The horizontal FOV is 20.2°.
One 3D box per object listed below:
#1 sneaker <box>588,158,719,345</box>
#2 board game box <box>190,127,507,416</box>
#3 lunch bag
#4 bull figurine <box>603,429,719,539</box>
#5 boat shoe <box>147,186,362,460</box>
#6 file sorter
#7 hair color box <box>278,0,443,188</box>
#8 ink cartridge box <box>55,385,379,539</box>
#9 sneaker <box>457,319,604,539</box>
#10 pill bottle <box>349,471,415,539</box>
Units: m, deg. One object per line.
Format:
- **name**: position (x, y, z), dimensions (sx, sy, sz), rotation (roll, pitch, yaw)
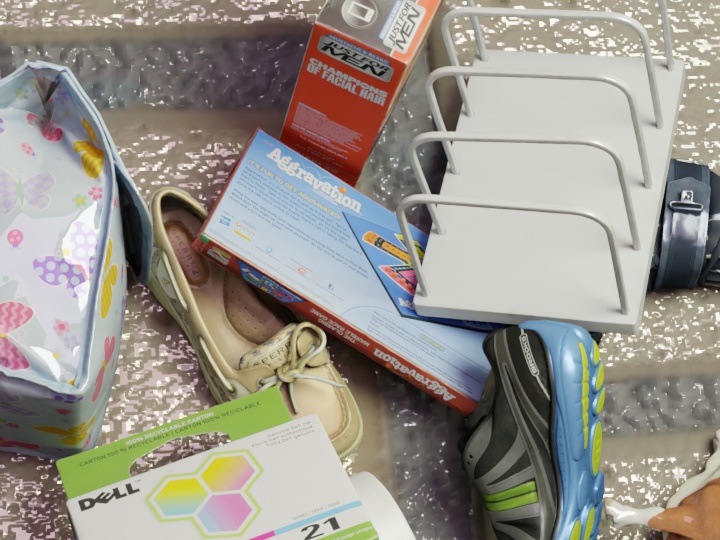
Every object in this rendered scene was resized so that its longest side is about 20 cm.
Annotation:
- **sneaker**: position (0.180, 0.015, 1.286), dimensions (0.146, 0.077, 0.202), rotation (12, 69, -2)
- **board game box**: position (0.000, 0.000, 1.256), dimensions (0.200, 0.019, 0.103), rotation (32, 48, -8)
- **lunch bag**: position (-0.186, -0.005, 1.185), dimensions (0.127, 0.170, 0.200), rotation (8, 69, -3)
- **bull figurine**: position (0.217, 0.183, 1.233), dimensions (0.121, 0.065, 0.200), rotation (-9, 58, 4)
- **boat shoe**: position (-0.072, 0.037, 1.246), dimensions (0.073, 0.063, 0.200), rotation (-39, 82, -19)
- **file sorter**: position (0.109, -0.082, 1.225), dimensions (0.139, 0.125, 0.200), rotation (5, 59, 18)
- **hair color box**: position (0.007, -0.141, 1.246), dimensions (0.064, 0.200, 0.111), rotation (25, 70, 1)
- **ink cartridge box**: position (-0.087, 0.126, 1.106), dimensions (0.148, 0.076, 0.200), rotation (-19, 42, -10)
- **sneaker**: position (0.100, 0.125, 1.218), dimensions (0.083, 0.071, 0.200), rotation (8, 105, 26)
- **pill bottle**: position (-0.066, 0.198, 1.165), dimensions (0.200, 0.114, 0.114), rotation (-24, 77, -16)
